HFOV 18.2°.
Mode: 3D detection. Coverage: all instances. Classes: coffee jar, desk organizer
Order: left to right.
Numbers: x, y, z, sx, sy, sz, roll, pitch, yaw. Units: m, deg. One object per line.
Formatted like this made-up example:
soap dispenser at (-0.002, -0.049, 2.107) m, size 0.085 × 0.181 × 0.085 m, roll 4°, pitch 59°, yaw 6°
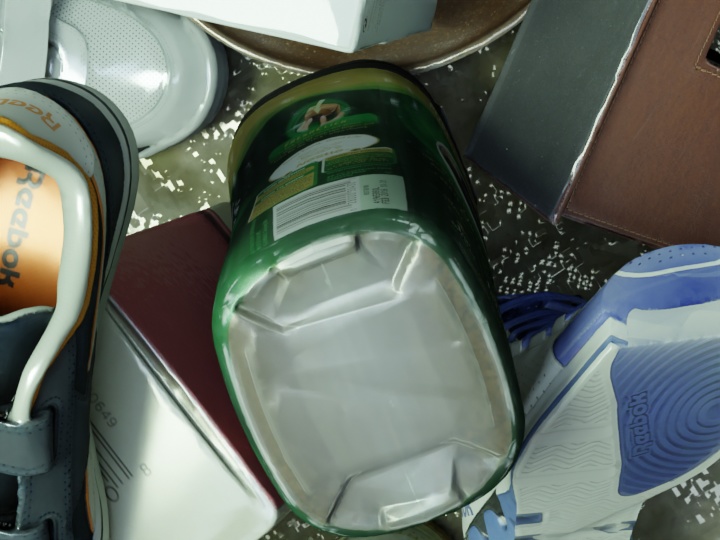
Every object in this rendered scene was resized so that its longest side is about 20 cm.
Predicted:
coffee jar at (0.000, 0.000, 0.756) m, size 0.085 × 0.200 × 0.105 m, roll -20°, pitch 109°, yaw 6°
desk organizer at (0.121, -0.109, 0.790) m, size 0.077 × 0.072 × 0.201 m, roll 17°, pitch 103°, yaw -29°

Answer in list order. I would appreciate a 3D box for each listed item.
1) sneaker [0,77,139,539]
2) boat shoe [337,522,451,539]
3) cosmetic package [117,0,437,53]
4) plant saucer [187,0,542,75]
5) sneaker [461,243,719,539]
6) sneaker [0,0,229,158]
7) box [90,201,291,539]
sneaker at (-0.115, 0.043, 0.663) m, size 0.078 × 0.079 × 0.201 m, roll 8°, pitch 97°, yaw 10°
boat shoe at (-0.029, 0.184, 0.877) m, size 0.073 × 0.063 × 0.201 m, roll 37°, pitch 103°, yaw 4°
cosmetic package at (-0.078, -0.121, 0.764) m, size 0.199 × 0.151 × 0.052 m, roll 13°, pitch 99°, yaw 8°
plant saucer at (0.000, -0.172, 0.837) m, size 0.199 × 0.037 × 0.201 m, roll 2°, pitch 98°, yaw 11°
sneaker at (0.068, 0.040, 0.800) m, size 0.080 × 0.200 × 0.115 m, roll -2°, pitch 54°, yaw -18°
sneaker at (-0.155, -0.076, 0.839) m, size 0.199 × 0.115 × 0.075 m, roll 8°, pitch 100°, yaw 10°
box at (-0.084, 0.061, 0.800) m, size 0.128 × 0.200 × 0.109 m, roll -39°, pitch 89°, yaw 12°
